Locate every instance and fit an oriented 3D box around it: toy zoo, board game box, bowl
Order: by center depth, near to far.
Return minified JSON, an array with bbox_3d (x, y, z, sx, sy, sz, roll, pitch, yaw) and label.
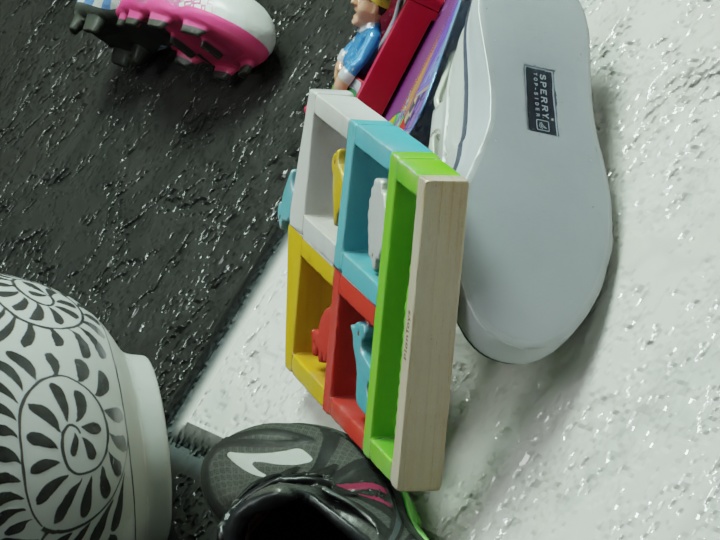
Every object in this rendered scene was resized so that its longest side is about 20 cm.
[{"bbox_3d":[0.000,0.000,1.196,0.200,0.020,0.131,-138,51,-67],"label":"toy zoo"},{"bbox_3d":[-0.140,0.088,1.284,0.201,0.094,0.201,175,90,-78],"label":"bowl"},{"bbox_3d":[0.005,-0.108,1.306,0.158,0.039,0.200,-45,23,61],"label":"board game box"}]

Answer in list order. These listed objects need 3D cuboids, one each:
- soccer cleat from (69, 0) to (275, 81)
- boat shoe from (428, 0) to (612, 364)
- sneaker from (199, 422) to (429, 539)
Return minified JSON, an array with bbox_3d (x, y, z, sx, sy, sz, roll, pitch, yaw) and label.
[{"bbox_3d":[-0.097,-0.158,1.530,0.200,0.070,0.086,13,71,59],"label":"soccer cleat"},{"bbox_3d":[0.059,-0.037,1.182,0.066,0.072,0.200,123,152,-50],"label":"boat shoe"},{"bbox_3d":[-0.021,0.104,1.135,0.077,0.084,0.200,-54,29,0],"label":"sneaker"}]
